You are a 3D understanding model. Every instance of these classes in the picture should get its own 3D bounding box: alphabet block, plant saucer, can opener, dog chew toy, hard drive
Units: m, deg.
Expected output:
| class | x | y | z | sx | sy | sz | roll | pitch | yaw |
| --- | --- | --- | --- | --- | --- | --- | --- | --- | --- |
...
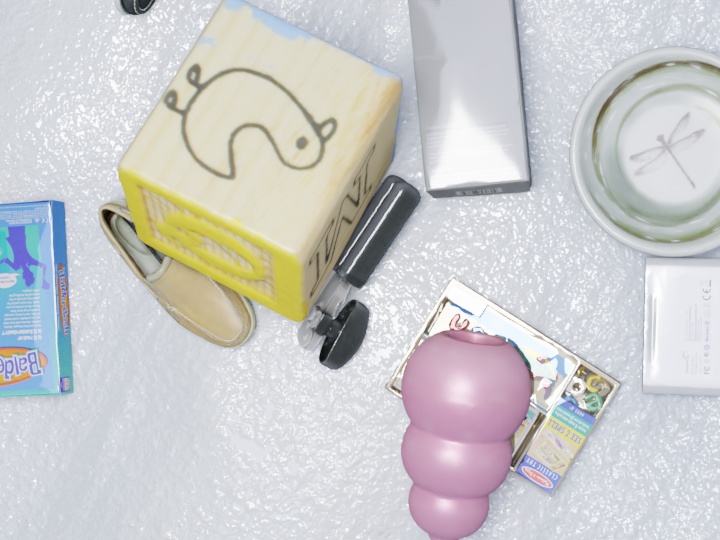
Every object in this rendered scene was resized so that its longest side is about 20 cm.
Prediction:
| class | x | y | z | sx | sy | sz | roll | pitch | yaw |
| --- | --- | --- | --- | --- | --- | --- | --- | --- | --- |
| alphabet block | -0.090 | -0.100 | 1.397 | 0.194 | 0.197 | 0.201 | 26 | 72 | 9 |
| plant saucer | 0.302 | -0.113 | 1.439 | 0.198 | 0.050 | 0.202 | 0 | 89 | 9 |
| can opener | 0.000 | 0.000 | 1.490 | 0.066 | 0.053 | 0.201 | 27 | 96 | -26 |
| dog chew toy | 0.093 | 0.161 | 1.411 | 0.124 | 0.125 | 0.202 | 9 | 99 | 8 |
| hard drive | 0.375 | 0.056 | 1.437 | 0.198 | 0.025 | 0.133 | 1 | 90 | 9 |

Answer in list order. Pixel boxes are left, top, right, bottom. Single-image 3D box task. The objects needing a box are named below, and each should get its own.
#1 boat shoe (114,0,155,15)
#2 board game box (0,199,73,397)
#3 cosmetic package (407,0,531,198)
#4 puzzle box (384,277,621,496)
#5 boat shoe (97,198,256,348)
| class | x | y | z | sx | sy | sz | roll | pitch | yaw |
| --- | --- | --- | --- | --- | --- | --- | --- | --- | --- |
| boat shoe | -0.191 | -0.348 | 1.504 | 0.060 | 0.076 | 0.201 | 20 | 93 | 14 |
| board game box | -0.380 | 0.032 | 1.541 | 0.151 | 0.045 | 0.202 | -3 | 88 | 8 |
| cosmetic package | 0.108 | -0.177 | 1.453 | 0.106 | 0.090 | 0.202 | -4 | 86 | 9 |
| puzzle box | 0.139 | 0.115 | 1.472 | 0.199 | 0.025 | 0.134 | 32 | 94 | 8 |
| boat shoe | -0.192 | 0.006 | 1.498 | 0.200 | 0.076 | 0.072 | 39 | 95 | 7 |
